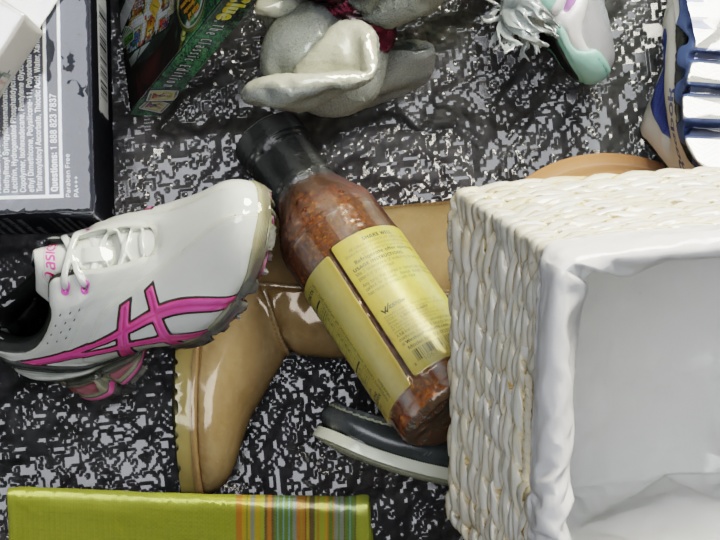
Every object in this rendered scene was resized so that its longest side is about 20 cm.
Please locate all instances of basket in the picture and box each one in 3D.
[{"bbox_3d":[0.151,0.059,1.405,0.200,0.161,0.199,-6,106,-20],"label":"basket"}]

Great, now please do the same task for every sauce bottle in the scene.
[{"bbox_3d":[0.000,0.000,1.521,0.066,0.066,0.200,-31,65,-2],"label":"sauce bottle"}]

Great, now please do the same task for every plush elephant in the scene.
[{"bbox_3d":[-0.008,-0.154,1.543,0.155,0.165,0.200,-39,78,6],"label":"plush elephant"}]

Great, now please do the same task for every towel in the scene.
[{"bbox_3d":[-0.093,0.156,1.570,0.200,0.018,0.086,2,117,1],"label":"towel"}]

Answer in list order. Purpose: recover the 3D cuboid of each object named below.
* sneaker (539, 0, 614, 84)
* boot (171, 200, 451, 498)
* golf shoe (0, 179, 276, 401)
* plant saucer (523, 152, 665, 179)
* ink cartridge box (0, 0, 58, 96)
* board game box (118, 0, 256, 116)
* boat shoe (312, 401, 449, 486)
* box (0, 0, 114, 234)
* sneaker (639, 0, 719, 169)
[{"bbox_3d":[0.141,-0.214,1.590,0.140,0.078,0.200,-20,85,-1],"label":"sneaker"},{"bbox_3d":[-0.002,0.043,1.576,0.200,0.066,0.176,3,85,0],"label":"boot"},{"bbox_3d":[-0.125,0.008,1.515,0.092,0.200,0.073,21,49,-36],"label":"golf shoe"},{"bbox_3d":[0.149,0.029,1.551,0.200,0.032,0.201,8,68,-20],"label":"plant saucer"},{"bbox_3d":[-0.245,-0.109,1.467,0.117,0.067,0.200,33,88,3],"label":"ink cartridge box"},{"bbox_3d":[-0.084,-0.171,1.524,0.023,0.200,0.105,6,65,-25],"label":"board game box"},{"bbox_3d":[0.070,0.089,1.555,0.200,0.072,0.068,10,89,-17],"label":"boat shoe"},{"bbox_3d":[-0.238,-0.121,1.562,0.198,0.123,0.200,-1,86,0],"label":"box"},{"bbox_3d":[0.191,-0.120,1.569,0.080,0.115,0.200,8,69,-8],"label":"sneaker"}]
